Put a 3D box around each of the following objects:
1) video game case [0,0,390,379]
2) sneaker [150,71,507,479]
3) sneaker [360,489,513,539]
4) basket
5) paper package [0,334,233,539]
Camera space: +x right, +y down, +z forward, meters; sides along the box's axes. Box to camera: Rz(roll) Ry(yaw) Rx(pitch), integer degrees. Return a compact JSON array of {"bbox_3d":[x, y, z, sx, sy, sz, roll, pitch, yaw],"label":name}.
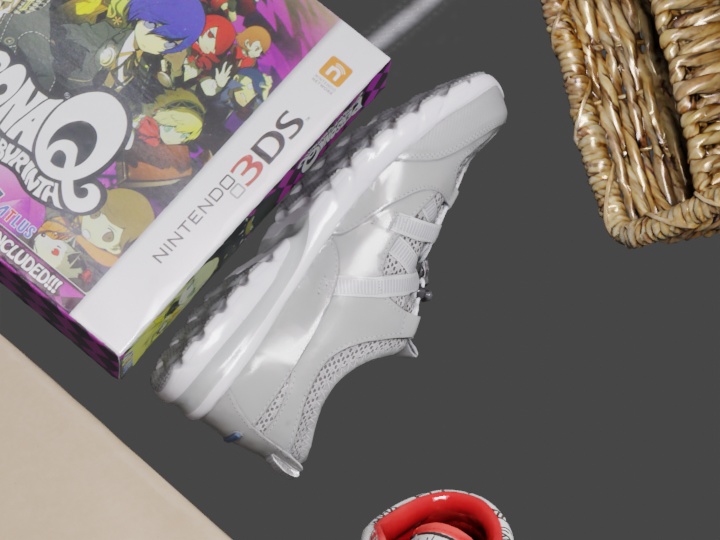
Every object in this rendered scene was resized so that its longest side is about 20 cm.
[{"bbox_3d":[-0.119,-0.083,1.188,0.200,0.036,0.181,39,70,8],"label":"video game case"},{"bbox_3d":[0.000,0.000,1.187,0.082,0.075,0.200,44,75,-11],"label":"sneaker"},{"bbox_3d":[0.006,0.165,1.063,0.067,0.108,0.201,12,33,19],"label":"sneaker"},{"bbox_3d":[0.168,-0.126,1.212,0.149,0.143,0.201,-8,74,-15],"label":"basket"},{"bbox_3d":[-0.157,0.147,1.042,0.200,0.104,0.191,-38,51,-18],"label":"paper package"}]
